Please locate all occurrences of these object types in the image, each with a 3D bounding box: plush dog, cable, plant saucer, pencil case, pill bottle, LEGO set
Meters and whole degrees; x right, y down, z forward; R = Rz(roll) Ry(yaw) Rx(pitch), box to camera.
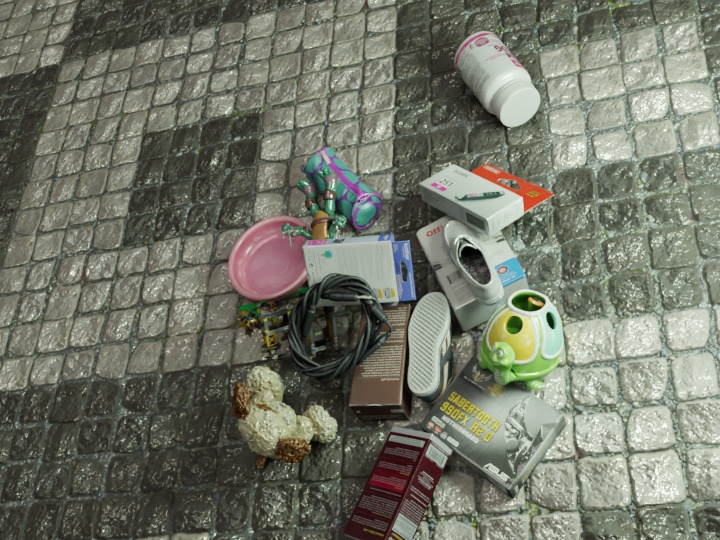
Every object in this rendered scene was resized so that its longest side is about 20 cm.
[{"bbox_3d":[-0.160,0.278,1.605,0.199,0.172,0.162,35,88,12],"label":"plush dog"},{"bbox_3d":[-0.053,0.104,1.630,0.199,0.051,0.164,-37,91,9],"label":"cable"},{"bbox_3d":[-0.177,-0.017,1.890,0.197,0.051,0.203,-10,55,15],"label":"plant saucer"},{"bbox_3d":[-0.038,-0.175,1.908,0.084,0.093,0.200,-31,53,-18],"label":"pencil case"},{"bbox_3d":[0.287,-0.399,1.908,0.112,0.114,0.201,-30,53,1],"label":"pill bottle"},{"bbox_3d":[-0.133,0.118,1.746,0.198,0.118,0.153,-18,18,-33],"label":"LEGO set"}]

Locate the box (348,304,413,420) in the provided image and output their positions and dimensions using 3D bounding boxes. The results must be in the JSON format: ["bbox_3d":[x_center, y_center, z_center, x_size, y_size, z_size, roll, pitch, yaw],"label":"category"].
[{"bbox_3d":[0.046,0.168,1.667,0.098,0.075,0.203,-3,56,20],"label":"box"}]

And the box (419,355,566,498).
[{"bbox_3d":[0.224,0.262,1.549,0.199,0.048,0.159,32,75,34],"label":"box"}]

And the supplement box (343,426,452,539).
[{"bbox_3d":[0.062,0.368,1.516,0.108,0.061,0.202,-1,54,52],"label":"supplement box"}]

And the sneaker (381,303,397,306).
[{"bbox_3d":[-0.020,-0.002,1.755,0.198,0.147,0.081,21,68,29],"label":"sneaker"}]

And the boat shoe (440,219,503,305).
[{"bbox_3d":[0.192,-0.027,1.626,0.071,0.069,0.202,-22,51,6],"label":"boat shoe"}]

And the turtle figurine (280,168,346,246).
[{"bbox_3d":[-0.083,-0.094,1.824,0.147,0.101,0.203,-13,63,21],"label":"turtle figurine"}]

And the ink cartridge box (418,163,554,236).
[{"bbox_3d":[0.237,-0.152,1.717,0.172,0.044,0.199,-31,39,-22],"label":"ink cartridge box"}]

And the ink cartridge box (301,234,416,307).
[{"bbox_3d":[0.000,0.000,1.652,0.196,0.121,0.042,-3,22,14],"label":"ink cartridge box"}]

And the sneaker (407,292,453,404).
[{"bbox_3d":[0.128,0.143,1.644,0.077,0.080,0.203,-3,59,26],"label":"sneaker"}]

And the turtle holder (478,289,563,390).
[{"bbox_3d":[0.261,0.114,1.541,0.183,0.134,0.141,-15,35,-29],"label":"turtle holder"}]

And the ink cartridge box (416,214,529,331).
[{"bbox_3d":[0.210,-0.012,1.708,0.144,0.085,0.202,-26,52,4],"label":"ink cartridge box"}]
